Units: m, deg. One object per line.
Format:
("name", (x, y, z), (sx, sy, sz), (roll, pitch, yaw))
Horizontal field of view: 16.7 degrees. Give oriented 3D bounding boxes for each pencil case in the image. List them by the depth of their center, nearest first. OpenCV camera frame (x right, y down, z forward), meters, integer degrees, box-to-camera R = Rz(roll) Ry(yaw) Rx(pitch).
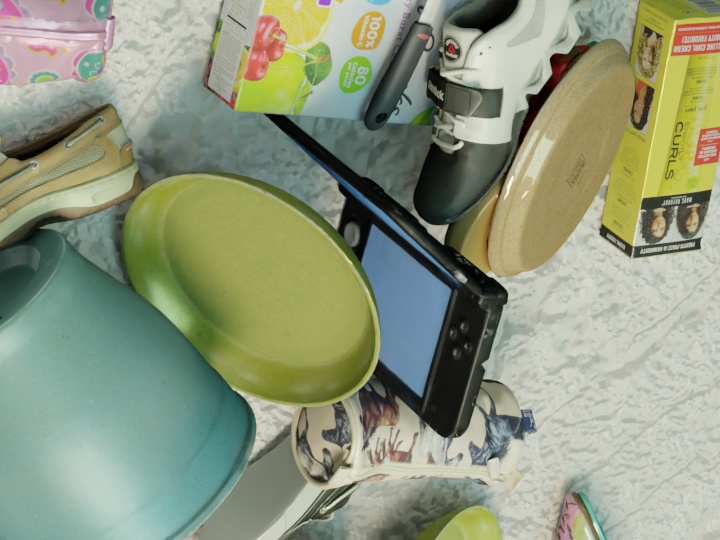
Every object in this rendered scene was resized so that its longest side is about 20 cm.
("pencil case", (-0.254, -0.157, 1.530), (0.200, 0.087, 0.087), (-2, 116, -33))
("pencil case", (0.037, 0.121, 1.793), (0.200, 0.089, 0.078), (3, 129, -45))

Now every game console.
("game console", (0.000, 0.000, 1.703), (0.116, 0.200, 0.176), (1, 115, -32))

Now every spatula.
("spatula", (0.047, -0.185, 1.678), (0.057, 0.021, 0.200), (11, 108, -42))

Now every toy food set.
("toy food set", (0.139, -0.081, 1.798), (0.200, 0.049, 0.198), (-66, 161, 12))

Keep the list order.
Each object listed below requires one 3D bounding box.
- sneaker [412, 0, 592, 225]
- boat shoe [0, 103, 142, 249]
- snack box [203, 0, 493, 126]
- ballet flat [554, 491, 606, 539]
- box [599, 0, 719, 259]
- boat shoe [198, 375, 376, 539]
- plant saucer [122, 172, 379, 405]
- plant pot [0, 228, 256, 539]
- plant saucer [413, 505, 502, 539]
("sneaker", (0.076, -0.131, 1.700), (0.088, 0.074, 0.200), (28, 88, -40))
("boat shoe", (-0.243, -0.058, 1.611), (0.200, 0.072, 0.076), (-24, 112, -29))
("snack box", (0.003, -0.178, 1.702), (0.200, 0.053, 0.142), (2, 115, -34))
("ballet flat", (0.198, 0.267, 2.072), (0.071, 0.069, 0.200), (-28, 130, 7))
("box", (0.241, -0.111, 1.894), (0.075, 0.050, 0.200), (-6, 118, -29))
("boat shoe", (-0.035, 0.160, 1.853), (0.200, 0.071, 0.064), (-44, 129, -7))
("plant saucer", (-0.070, 0.007, 1.679), (0.031, 0.200, 0.200), (-53, 140, -41))
("plant pot", (-0.202, 0.081, 1.635), (0.200, 0.200, 0.188), (-38, 116, -9))
("plant saucer", (0.056, 0.279, 1.955), (0.200, 0.031, 0.200), (-42, 141, -48))
